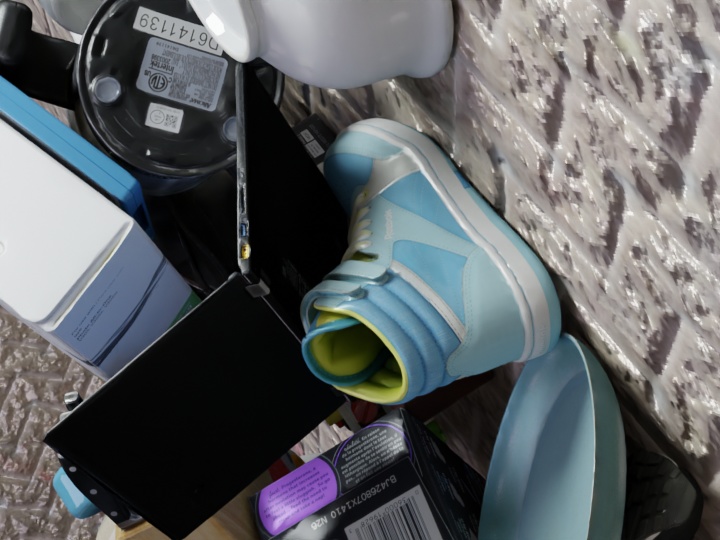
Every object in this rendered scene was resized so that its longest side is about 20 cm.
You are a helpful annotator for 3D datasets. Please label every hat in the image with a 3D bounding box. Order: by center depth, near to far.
[{"bbox_3d":[-0.100,-0.017,1.306,0.201,0.081,0.201,50,161,24],"label":"hat"}]

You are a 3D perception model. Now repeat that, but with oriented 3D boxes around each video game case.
[{"bbox_3d":[-0.192,-0.074,1.140,0.143,0.018,0.200,37,172,1],"label":"video game case"}]

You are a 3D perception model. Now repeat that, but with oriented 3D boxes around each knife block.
[{"bbox_3d":[-0.107,0.155,1.125,0.201,0.064,0.176,67,-163,8],"label":"knife block"}]

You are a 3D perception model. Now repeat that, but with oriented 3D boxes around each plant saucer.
[{"bbox_3d":[0.101,0.133,0.978,0.200,0.027,0.201,-170,90,-81],"label":"plant saucer"}]

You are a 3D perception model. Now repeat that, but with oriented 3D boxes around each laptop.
[{"bbox_3d":[-0.083,0.023,1.024,0.187,0.116,0.201,56,-152,-61],"label":"laptop"}]

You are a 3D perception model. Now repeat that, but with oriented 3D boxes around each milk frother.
[{"bbox_3d":[-0.119,-0.160,1.112,0.180,0.200,0.188,34,173,-10],"label":"milk frother"}]

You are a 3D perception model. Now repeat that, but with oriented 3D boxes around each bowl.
[{"bbox_3d":[-0.043,-0.169,0.942,0.201,0.090,0.201,54,166,21],"label":"bowl"}]

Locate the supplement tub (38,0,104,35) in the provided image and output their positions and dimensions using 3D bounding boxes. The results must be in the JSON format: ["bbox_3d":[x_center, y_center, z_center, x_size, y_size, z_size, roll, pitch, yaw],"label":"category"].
[{"bbox_3d":[-0.199,-0.261,1.222,0.200,0.122,0.123,52,164,28],"label":"supplement tub"}]

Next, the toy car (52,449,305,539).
[{"bbox_3d":[-0.080,0.165,1.330,0.185,0.200,0.177,52,123,13],"label":"toy car"}]

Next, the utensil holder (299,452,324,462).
[{"bbox_3d":[0.001,0.240,1.459,0.170,0.170,0.200,62,163,-11],"label":"utensil holder"}]

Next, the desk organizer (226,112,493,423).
[{"bbox_3d":[0.000,0.000,1.171,0.200,0.072,0.077,50,166,33],"label":"desk organizer"}]

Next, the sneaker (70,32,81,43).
[{"bbox_3d":[-0.139,-0.149,1.332,0.199,0.079,0.130,59,165,3],"label":"sneaker"}]

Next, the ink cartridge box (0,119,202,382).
[{"bbox_3d":[-0.189,-0.010,1.120,0.146,0.084,0.200,35,172,14],"label":"ink cartridge box"}]

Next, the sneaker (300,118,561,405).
[{"bbox_3d":[0.004,-0.006,1.007,0.200,0.130,0.080,45,150,42],"label":"sneaker"}]

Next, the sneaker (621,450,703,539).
[{"bbox_3d":[0.159,0.163,0.999,0.087,0.076,0.200,26,151,-1],"label":"sneaker"}]

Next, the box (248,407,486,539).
[{"bbox_3d":[0.036,0.192,1.169,0.200,0.122,0.106,44,-161,-51],"label":"box"}]

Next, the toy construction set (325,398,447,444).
[{"bbox_3d":[0.005,0.090,1.287,0.131,0.092,0.200,-115,6,-65],"label":"toy construction set"}]
